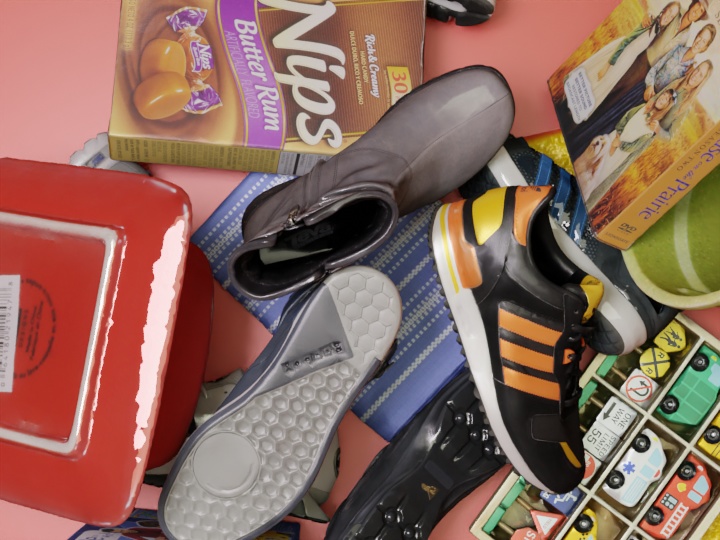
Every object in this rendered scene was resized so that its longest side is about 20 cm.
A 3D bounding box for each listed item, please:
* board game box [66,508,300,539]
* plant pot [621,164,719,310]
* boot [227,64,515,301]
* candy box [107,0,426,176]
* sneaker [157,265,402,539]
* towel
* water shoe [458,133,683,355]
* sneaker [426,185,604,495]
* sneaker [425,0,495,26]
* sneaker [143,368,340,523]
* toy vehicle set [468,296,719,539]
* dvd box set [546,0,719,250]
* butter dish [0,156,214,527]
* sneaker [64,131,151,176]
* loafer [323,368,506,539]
[{"bbox_3d":[-0.113,0.183,1.023,0.135,0.200,0.035,5,92,4],"label":"board game box"},{"bbox_3d":[0.293,-0.040,1.019,0.184,0.200,0.201,23,88,-25],"label":"plant pot"},{"bbox_3d":[0.015,-0.047,0.995,0.200,0.132,0.070,-35,101,4],"label":"boot"},{"bbox_3d":[-0.060,-0.126,1.090,0.200,0.056,0.117,4,75,-6],"label":"candy box"},{"bbox_3d":[-0.045,0.081,1.038,0.077,0.146,0.202,39,92,-4],"label":"sneaker"},{"bbox_3d":[0.000,0.000,1.122,0.200,0.024,0.145,44,91,6],"label":"towel"},{"bbox_3d":[0.133,-0.036,1.092,0.079,0.072,0.200,-31,75,-19],"label":"water shoe"},{"bbox_3d":[0.114,0.043,1.022,0.090,0.070,0.200,-18,101,24],"label":"sneaker"},{"bbox_3d":[0.009,-0.239,1.113,0.200,0.078,0.090,24,77,0],"label":"sneaker"},{"bbox_3d":[-0.110,0.104,1.097,0.200,0.074,0.089,12,82,-4],"label":"sneaker"},{"bbox_3d":[0.179,0.128,1.100,0.124,0.027,0.200,36,89,4],"label":"toy vehicle set"},{"bbox_3d":[0.199,-0.128,1.011,0.029,0.200,0.147,19,43,-31],"label":"dvd box set"},{"bbox_3d":[-0.159,0.043,1.017,0.199,0.148,0.200,9,88,33],"label":"butter dish"},{"bbox_3d":[-0.202,0.006,1.100,0.082,0.075,0.200,38,88,6],"label":"sneaker"},{"bbox_3d":[0.043,0.126,1.086,0.068,0.070,0.201,47,73,-16],"label":"loafer"}]
